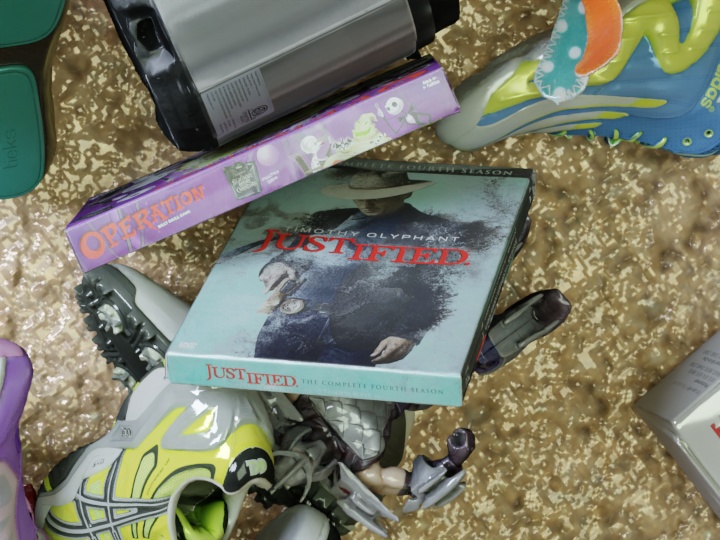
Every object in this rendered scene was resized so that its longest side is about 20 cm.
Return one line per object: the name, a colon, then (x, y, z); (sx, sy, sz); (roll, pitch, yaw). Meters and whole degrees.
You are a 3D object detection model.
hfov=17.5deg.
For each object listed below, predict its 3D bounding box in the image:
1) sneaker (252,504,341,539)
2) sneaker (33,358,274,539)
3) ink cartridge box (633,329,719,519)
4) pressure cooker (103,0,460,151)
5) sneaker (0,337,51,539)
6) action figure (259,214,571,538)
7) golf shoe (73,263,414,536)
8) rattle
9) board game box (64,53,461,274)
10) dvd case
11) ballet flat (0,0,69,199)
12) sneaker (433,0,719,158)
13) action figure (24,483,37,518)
sneaker: (-0.036, 0.221, 1.243); (0.112, 0.073, 0.200); (27, 111, -13)
sneaker: (-0.108, 0.120, 1.182); (0.075, 0.200, 0.077); (-2, 56, -33)
ink cartridge box: (0.272, 0.070, 1.281); (0.200, 0.084, 0.146); (-39, 101, -4)
pressure cooker: (-0.037, -0.170, 1.169); (0.199, 0.176, 0.179); (-26, 101, -2)
sneaker: (-0.192, 0.130, 1.182); (0.088, 0.080, 0.201); (11, 103, -25)
action figure: (0.021, 0.051, 1.210); (0.200, 0.069, 0.130); (-39, 97, -31)
golf shoe: (-0.063, 0.054, 1.245); (0.200, 0.077, 0.088); (41, 66, -10)
rattle: (0.126, -0.191, 1.211); (0.142, 0.130, 0.200); (-9, 56, -40)
board game box: (-0.048, -0.056, 1.177); (0.199, 0.120, 0.032); (-23, 102, 2)
dvd case: (0.000, 0.000, 1.163); (0.145, 0.200, 0.022); (4, 121, 14)
ballet flat: (-0.182, -0.121, 1.157); (0.068, 0.063, 0.200); (-6, 138, -19)
sneaker: (0.142, -0.092, 1.253); (0.200, 0.076, 0.105); (-29, 99, -6)
action figure: (-0.270, 0.140, 1.223); (0.199, 0.052, 0.066); (-23, 102, -4)
